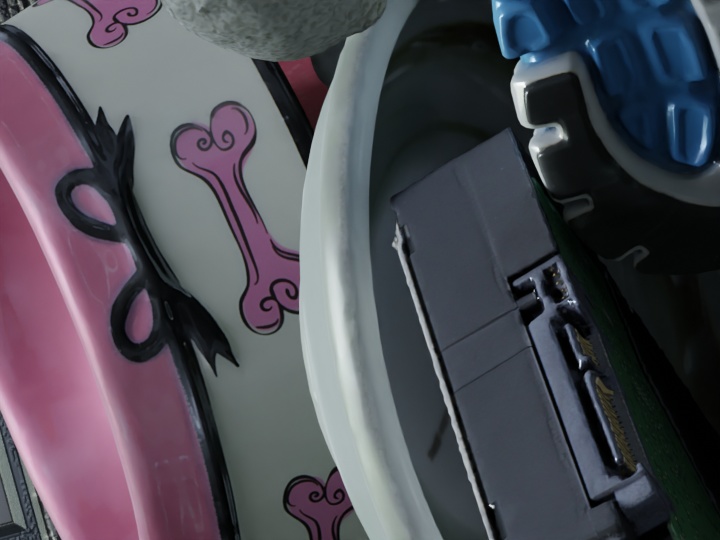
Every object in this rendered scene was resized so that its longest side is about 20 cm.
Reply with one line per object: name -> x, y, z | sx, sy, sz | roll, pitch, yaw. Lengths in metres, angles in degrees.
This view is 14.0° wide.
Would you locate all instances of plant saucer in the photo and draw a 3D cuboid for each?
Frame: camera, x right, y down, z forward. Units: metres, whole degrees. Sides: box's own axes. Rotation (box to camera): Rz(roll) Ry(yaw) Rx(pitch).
plant saucer -> 0.034, 0.017, 0.720 | 0.200, 0.050, 0.201 | 28, -125, -51

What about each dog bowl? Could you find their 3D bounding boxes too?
dog bowl -> -0.059, 0.012, 0.810 | 0.200, 0.074, 0.200 | 56, 160, 34

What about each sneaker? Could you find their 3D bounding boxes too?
sneaker -> 0.043, -0.102, 0.615 | 0.087, 0.075, 0.200 | -94, -10, -64

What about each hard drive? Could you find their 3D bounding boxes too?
hard drive -> 0.078, 0.080, 0.634 | 0.200, 0.038, 0.140 | 54, -169, -34

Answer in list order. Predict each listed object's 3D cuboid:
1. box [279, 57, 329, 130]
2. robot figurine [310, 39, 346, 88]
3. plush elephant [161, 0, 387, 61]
box -> 0.000, 0.000, 0.928 | 0.200, 0.109, 0.128 | 36, 145, 60
robot figurine -> 0.003, -0.151, 0.800 | 0.170, 0.113, 0.200 | -42, -58, -52
plush elephant -> -0.002, -0.157, 0.418 | 0.200, 0.155, 0.165 | 65, -177, 35
